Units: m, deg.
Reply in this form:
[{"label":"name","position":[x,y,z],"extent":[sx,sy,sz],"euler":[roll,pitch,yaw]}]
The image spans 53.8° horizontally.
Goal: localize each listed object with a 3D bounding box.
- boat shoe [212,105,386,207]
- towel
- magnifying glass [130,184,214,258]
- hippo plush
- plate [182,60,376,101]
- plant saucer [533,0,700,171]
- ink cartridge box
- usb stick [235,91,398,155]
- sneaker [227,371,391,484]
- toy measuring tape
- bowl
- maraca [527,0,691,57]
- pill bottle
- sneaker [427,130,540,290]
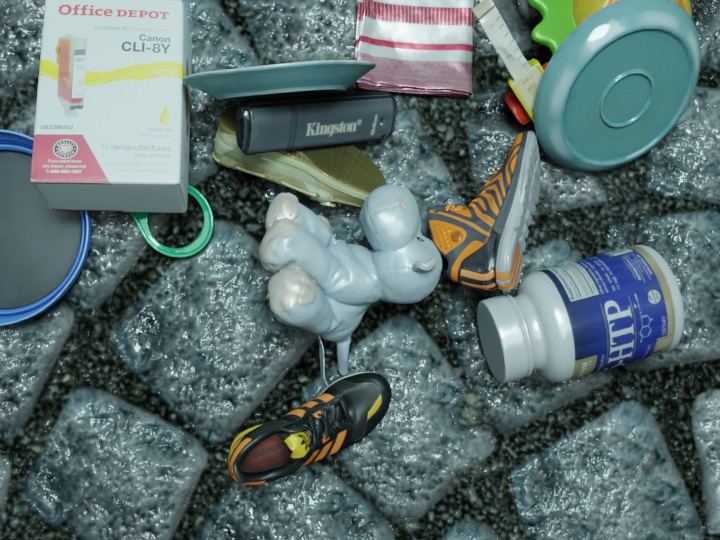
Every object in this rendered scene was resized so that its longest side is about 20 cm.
[{"label":"boat shoe","position":[-0.067,-0.114,0.785],"extent":[0.196,0.064,0.074],"euler":[19,44,-9]},{"label":"towel","position":[0.063,-0.307,0.820],"extent":[0.139,0.023,0.207],"euler":[2,88,-6]},{"label":"magnifying glass","position":[-0.249,-0.089,0.785],"extent":[0.198,0.022,0.081],"euler":[36,85,-5]},{"label":"hippo plush","position":[0.000,0.000,0.716],"extent":[0.157,0.159,0.206],"euler":[-19,88,15]},{"label":"plate","position":[-0.080,-0.189,0.717],"extent":[0.194,0.200,0.026],"euler":[-7,103,-5]},{"label":"plant saucer","position":[0.284,-0.190,0.770],"extent":[0.194,0.028,0.204],"euler":[-9,130,-10]},{"label":"ink cartridge box","position":[-0.250,-0.171,0.730],"extent":[0.140,0.084,0.206],"euler":[0,75,-8]},{"label":"usb stick","position":[-0.043,-0.158,0.753],"extent":[0.196,0.032,0.057],"euler":[-13,121,-35]},{"label":"sneaker","position":[-0.050,0.175,0.758],"extent":[0.196,0.090,0.072],"euler":[-25,91,-5]},{"label":"toy measuring tape","position":[0.176,-0.223,0.783],"extent":[0.074,0.073,0.200],"euler":[-49,123,-6]},{"label":"bowl","position":[-0.385,-0.045,0.759],"extent":[0.194,0.039,0.208],"euler":[0,88,-5]},{"label":"maraca","position":[0.280,-0.282,0.794],"extent":[0.194,0.107,0.142],"euler":[-1,76,-10]},{"label":"pill bottle","position":[0.233,0.053,0.775],"extent":[0.194,0.120,0.123],"euler":[-15,89,-5]},{"label":"sneaker","position":[0.135,-0.075,0.790],"extent":[0.109,0.078,0.204],"euler":[6,58,27]}]
